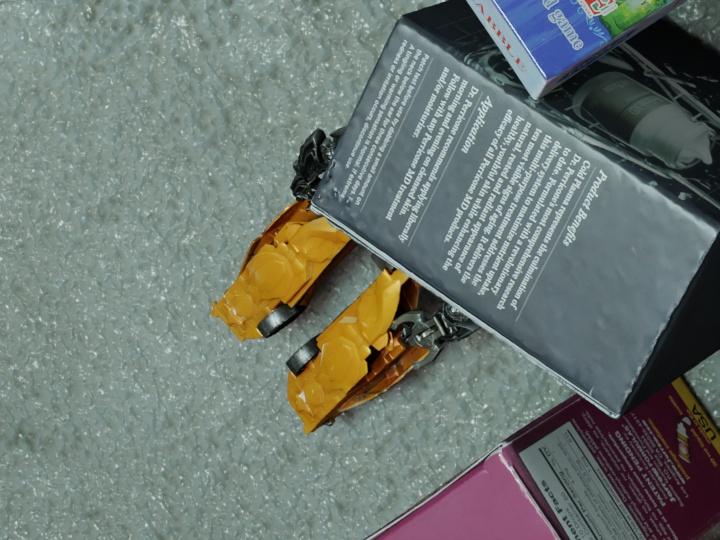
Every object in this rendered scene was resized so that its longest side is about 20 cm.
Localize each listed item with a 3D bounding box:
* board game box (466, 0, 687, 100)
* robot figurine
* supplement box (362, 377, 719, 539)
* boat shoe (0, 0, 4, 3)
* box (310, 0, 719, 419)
[{"bbox_3d":[0.111,-0.218,1.258,0.199,0.041,0.200,-34,86,-10],"label":"board game box"},{"bbox_3d":[0.000,0.000,1.505,0.145,0.058,0.200,51,131,8],"label":"robot figurine"},{"bbox_3d":[0.104,0.135,1.412,0.131,0.200,0.103,-37,83,34],"label":"supplement box"},{"bbox_3d":[-0.209,-0.199,1.583,0.200,0.065,0.074,-12,97,32],"label":"boat shoe"},{"bbox_3d":[0.118,-0.048,1.352,0.197,0.200,0.124,36,119,17],"label":"box"}]
